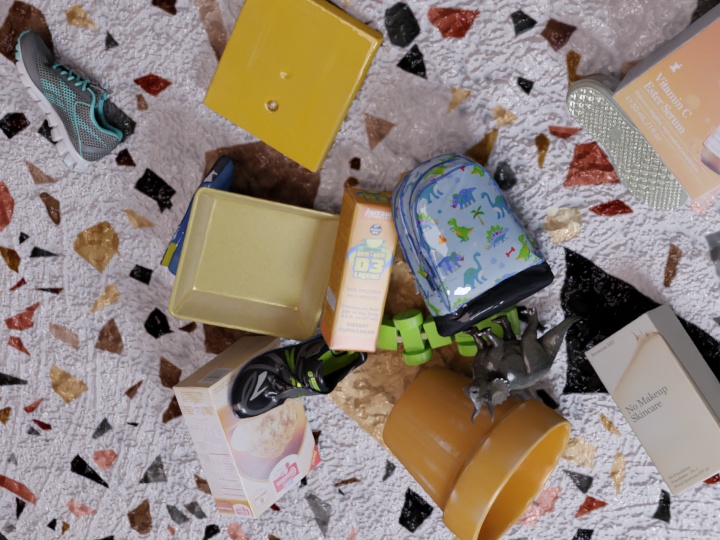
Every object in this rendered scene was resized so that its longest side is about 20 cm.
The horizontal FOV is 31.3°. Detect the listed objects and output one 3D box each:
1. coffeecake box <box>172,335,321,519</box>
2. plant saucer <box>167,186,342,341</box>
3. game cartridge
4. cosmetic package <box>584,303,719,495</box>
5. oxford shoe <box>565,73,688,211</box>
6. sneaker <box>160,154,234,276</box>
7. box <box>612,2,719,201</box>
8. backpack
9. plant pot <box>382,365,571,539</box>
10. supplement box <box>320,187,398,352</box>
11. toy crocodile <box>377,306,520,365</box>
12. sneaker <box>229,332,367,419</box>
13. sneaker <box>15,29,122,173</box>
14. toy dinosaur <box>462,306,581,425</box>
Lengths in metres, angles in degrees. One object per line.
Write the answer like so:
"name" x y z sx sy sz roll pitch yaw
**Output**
"coffeecake box" -0.151 0.212 1.756 0.073 0.153 0.200 -2 113 39
"plant saucer" -0.135 -0.015 1.682 0.200 0.048 0.200 12 120 -11
"game cartridge" -0.086 -0.249 1.601 0.176 0.032 0.200 32 119 6
"cosmetic package" 0.369 0.152 1.530 0.104 0.073 0.200 -40 76 33
"oxford shoe" 0.310 -0.150 1.464 0.075 0.058 0.200 -30 112 38
"sneaker" -0.197 -0.065 1.712 0.078 0.066 0.200 29 122 -1
"box" 0.399 -0.199 1.373 0.200 0.106 0.152 -37 95 32
"backpack" 0.122 -0.043 1.540 0.163 0.154 0.200 -26 81 -2
"plant pot" 0.136 0.222 1.638 0.183 0.200 0.200 35 123 24
"supplement box" 0.000 0.000 1.629 0.066 0.069 0.200 5 108 -14
"toy crocodile" 0.108 0.074 1.651 0.200 0.062 0.068 -10 108 21
"sneaker" -0.081 0.134 1.685 0.199 0.083 0.071 -24 106 -12
"sneaker" -0.385 -0.235 1.716 0.091 0.078 0.200 -22 107 13
"toy dinosaur" 0.187 0.107 1.577 0.077 0.200 0.102 -12 98 59
